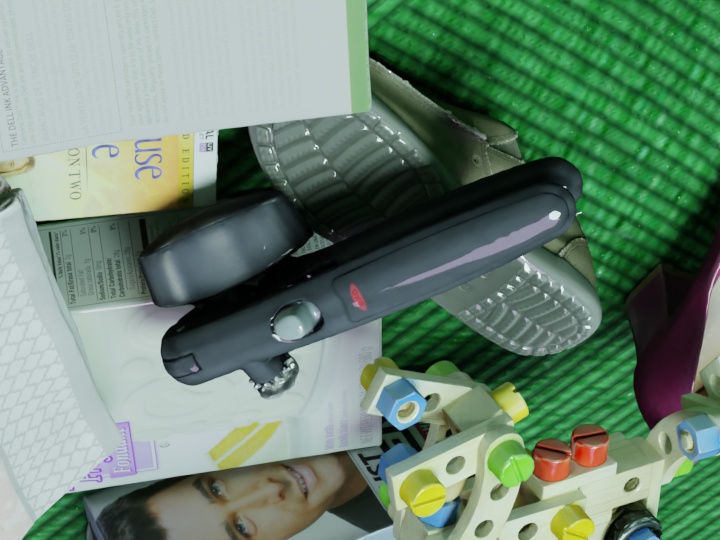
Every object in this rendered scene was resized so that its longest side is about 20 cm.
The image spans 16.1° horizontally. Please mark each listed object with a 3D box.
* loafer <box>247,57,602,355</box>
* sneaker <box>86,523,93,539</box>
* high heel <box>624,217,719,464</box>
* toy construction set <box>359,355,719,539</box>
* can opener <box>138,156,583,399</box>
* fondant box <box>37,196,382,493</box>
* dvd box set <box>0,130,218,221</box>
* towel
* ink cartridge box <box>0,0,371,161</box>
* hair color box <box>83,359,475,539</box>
[{"bbox_3d":[0.029,-0.039,1.114,0.075,0.070,0.200,-27,127,34],"label":"loafer"},{"bbox_3d":[-0.092,0.176,1.362,0.099,0.071,0.200,-10,147,-11],"label":"sneaker"},{"bbox_3d":[0.190,0.004,1.186,0.067,0.096,0.200,16,136,-32],"label":"high heel"},{"bbox_3d":[0.094,0.087,1.154,0.199,0.092,0.132,-6,124,-13],"label":"toy construction set"},{"bbox_3d":[0.000,0.000,1.056,0.199,0.063,0.079,-16,119,24],"label":"can opener"},{"bbox_3d":[-0.091,0.036,1.181,0.199,0.058,0.145,-7,143,-5],"label":"fondant box"},{"bbox_3d":[-0.157,-0.073,1.039,0.199,0.029,0.147,-5,142,-9],"label":"dvd box set"},{"bbox_3d":[-0.187,0.080,1.047,0.191,0.032,0.200,-46,149,-22],"label":"towel"},{"bbox_3d":[-0.097,-0.112,0.952,0.199,0.048,0.146,-8,134,-5],"label":"ink cartridge box"},{"bbox_3d":[-0.023,0.125,1.235,0.199,0.099,0.061,-21,129,-14],"label":"hair color box"}]
